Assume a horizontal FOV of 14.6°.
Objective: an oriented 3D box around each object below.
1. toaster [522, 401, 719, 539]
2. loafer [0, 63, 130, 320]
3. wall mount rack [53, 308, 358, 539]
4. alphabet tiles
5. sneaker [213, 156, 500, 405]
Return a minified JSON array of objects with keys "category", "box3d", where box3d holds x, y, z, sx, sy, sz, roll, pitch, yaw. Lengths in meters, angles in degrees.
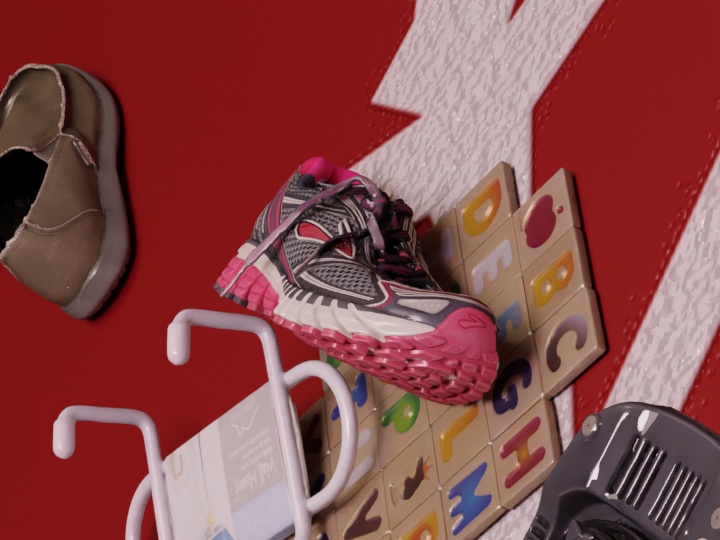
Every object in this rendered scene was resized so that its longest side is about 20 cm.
[{"category":"toaster","box3d":[0.100,0.147,0.853,0.200,0.129,0.114,-63,28,3]},{"category":"loafer","box3d":[-0.172,-0.056,1.518,0.075,0.070,0.200,-53,31,21]},{"category":"wall mount rack","box3d":[-0.076,0.120,1.218,0.200,0.075,0.174,-38,54,49]},{"category":"alphabet tiles","box3d":[0.029,0.052,1.170,0.200,0.006,0.166,-44,35,33]},{"category":"sneaker","box3d":[0.000,0.000,1.169,0.075,0.081,0.200,-63,28,0]}]
